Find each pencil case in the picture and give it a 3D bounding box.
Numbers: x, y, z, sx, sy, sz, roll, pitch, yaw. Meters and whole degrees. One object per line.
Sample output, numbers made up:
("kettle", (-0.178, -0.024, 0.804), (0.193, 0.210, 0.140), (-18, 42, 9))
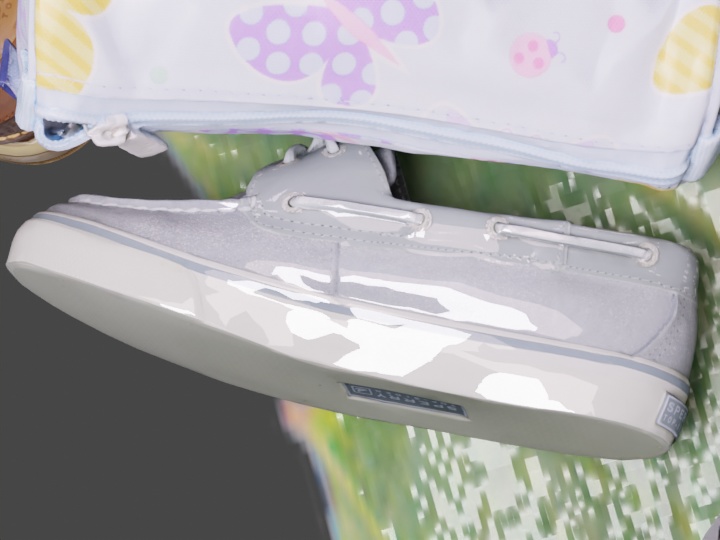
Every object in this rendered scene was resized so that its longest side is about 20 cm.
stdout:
("pencil case", (0.003, -0.070, 0.786), (0.198, 0.083, 0.091), (3, 45, -8))

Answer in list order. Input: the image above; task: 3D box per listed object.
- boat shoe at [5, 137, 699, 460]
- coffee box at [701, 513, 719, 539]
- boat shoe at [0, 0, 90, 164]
("boat shoe", (0.000, 0.000, 0.822), (0.199, 0.070, 0.072), (13, 74, 10))
("coffee box", (0.217, 0.085, 0.680), (0.200, 0.198, 0.200), (-38, 85, 11))
("boat shoe", (-0.086, -0.133, 0.847), (0.072, 0.068, 0.202), (13, 87, 13))
